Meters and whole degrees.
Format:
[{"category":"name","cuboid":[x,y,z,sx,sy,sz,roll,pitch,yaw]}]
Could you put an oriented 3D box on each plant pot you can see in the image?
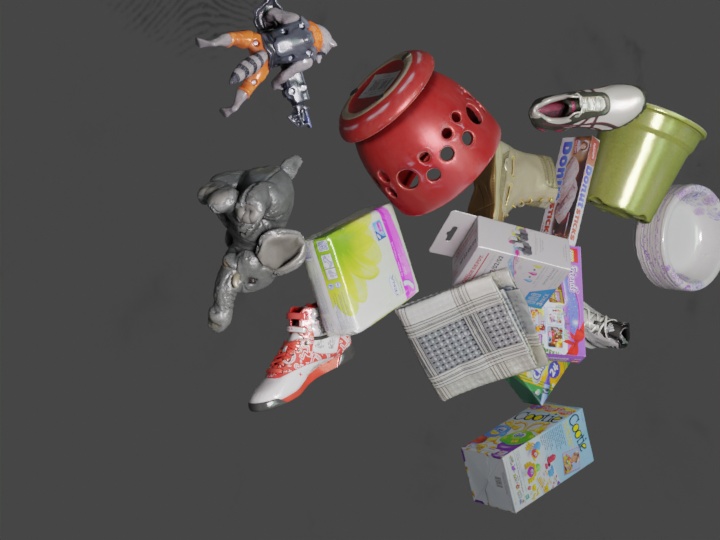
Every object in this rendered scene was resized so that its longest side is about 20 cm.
[{"category":"plant pot","cuboid":[0.078,-0.209,1.714,0.182,0.200,0.200,43,67,-23]},{"category":"plant pot","cuboid":[0.485,-0.189,2.046,0.200,0.200,0.184,21,92,-36]}]

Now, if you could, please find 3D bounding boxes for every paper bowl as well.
[{"category":"paper bowl","cuboid":[0.594,-0.063,2.173,0.201,0.104,0.201,-2,93,-38]}]

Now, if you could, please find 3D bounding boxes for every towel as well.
[{"category":"towel","cuboid":[0.181,0.106,1.828,0.035,0.200,0.193,-81,147,-64]}]

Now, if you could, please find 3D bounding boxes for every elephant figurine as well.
[{"category":"elephant figurine","cuboid":[-0.148,-0.036,1.605,0.142,0.155,0.200,-78,159,-64]}]

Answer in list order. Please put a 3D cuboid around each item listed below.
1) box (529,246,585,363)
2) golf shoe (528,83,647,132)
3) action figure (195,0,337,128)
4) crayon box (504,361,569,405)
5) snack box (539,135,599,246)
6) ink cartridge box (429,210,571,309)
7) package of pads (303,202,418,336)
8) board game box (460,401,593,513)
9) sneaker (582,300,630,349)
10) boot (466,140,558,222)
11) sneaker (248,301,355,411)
[{"category":"box","cuboid":[0.301,0.051,1.918,0.137,0.039,0.200,6,67,-8]},{"category":"golf shoe","cuboid":[0.385,-0.272,1.947,0.088,0.200,0.077,-9,90,-76]},{"category":"action figure","cuboid":[-0.115,-0.283,1.620,0.193,0.105,0.200,-30,108,-23]},{"category":"crayon box","cuboid":[0.279,0.119,1.971,0.126,0.052,0.200,-52,120,-24]},{"category":"snack box","cuboid":[0.364,-0.137,2.012,0.024,0.072,0.200,21,79,-36]},{"category":"ink cartridge box","cuboid":[0.219,-0.016,1.828,0.200,0.115,0.068,14,50,-11]},{"category":"package of pads","cuboid":[0.000,0.000,1.702,0.200,0.068,0.155,-30,106,-54]},{"category":"board game box","cuboid":[0.284,0.312,1.952,0.200,0.103,0.105,-23,106,-34]},{"category":"sneaker","cuboid":[0.406,0.079,2.027,0.200,0.115,0.076,34,72,-34]},{"category":"boot","cuboid":[0.257,-0.112,1.929,0.155,0.073,0.200,11,78,-35]},{"category":"sneaker","cuboid":[-0.100,0.117,1.671,0.201,0.067,0.108,-31,109,-36]}]
